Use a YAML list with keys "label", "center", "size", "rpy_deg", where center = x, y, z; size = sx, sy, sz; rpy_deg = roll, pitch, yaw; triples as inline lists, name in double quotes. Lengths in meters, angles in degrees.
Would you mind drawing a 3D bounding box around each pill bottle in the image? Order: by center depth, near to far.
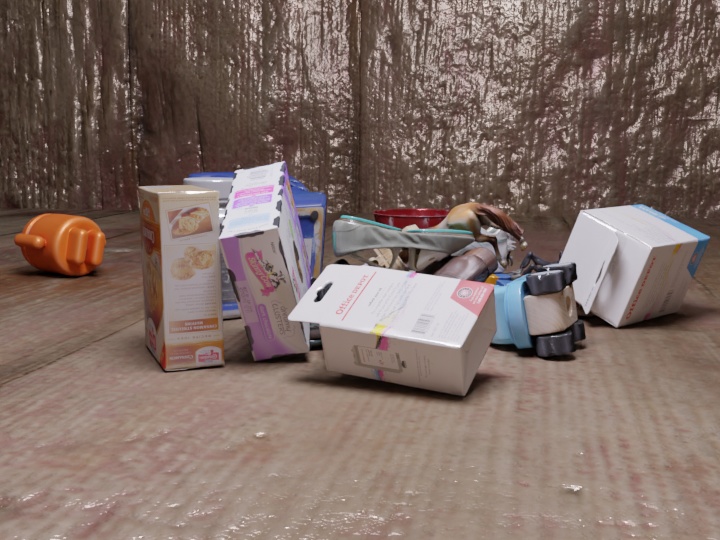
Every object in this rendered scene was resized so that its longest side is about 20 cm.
- label: "pill bottle"
  center: [-0.212, -0.036, 1.373]
  size: [0.113, 0.201, 0.114]
  rpy_deg: [0, 8, 0]

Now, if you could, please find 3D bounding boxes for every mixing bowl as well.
- label: "mixing bowl"
  center: [0.123, -0.070, 1.945]
  size: [0.199, 0.109, 0.200]
  rpy_deg: [1, 8, 0]

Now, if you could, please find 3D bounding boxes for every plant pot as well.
- label: "plant pot"
  center: [-0.166, -0.051, 1.536]
  size: [0.199, 0.201, 0.180]
  rpy_deg: [-5, 17, -35]

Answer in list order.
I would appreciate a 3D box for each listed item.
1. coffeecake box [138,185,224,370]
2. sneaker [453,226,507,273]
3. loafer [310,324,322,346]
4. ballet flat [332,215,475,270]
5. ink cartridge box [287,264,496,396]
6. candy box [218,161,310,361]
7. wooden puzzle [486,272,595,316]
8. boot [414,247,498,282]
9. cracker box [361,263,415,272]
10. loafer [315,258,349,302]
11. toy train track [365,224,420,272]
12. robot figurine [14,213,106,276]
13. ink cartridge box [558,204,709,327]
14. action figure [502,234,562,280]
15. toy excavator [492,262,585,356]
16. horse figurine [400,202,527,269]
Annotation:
- label: "coffeecake box"
  center: [-0.215, 0.002, 1.107]
  size: [0.073, 0.201, 0.153]
  rpy_deg: [-4, 8, -21]
- label: "sneaker"
  center: [0.146, -0.041, 1.479]
  size: [0.199, 0.081, 0.070]
  rpy_deg: [0, 13, -24]
- label: "loafer"
  center: [-0.090, 0.053, 1.235]
  size: [0.071, 0.063, 0.200]
  rpy_deg: [-2, 8, -18]
- label: "ballet flat"
  center: [0.056, -0.030, 1.224]
  size: [0.199, 0.064, 0.067]
  rpy_deg: [6, -2, -20]
- label: "ink cartridge box"
  center: [0.035, 0.059, 1.004]
  size: [0.199, 0.068, 0.117]
  rpy_deg: [9, 37, 24]
- label: "candy box"
  center: [-0.111, -0.016, 1.134]
  size: [0.071, 0.168, 0.200]
  rpy_deg: [-10, 27, 3]
- label: "wooden puzzle"
  center: [0.253, 0.034, 1.437]
  size: [0.199, 0.047, 0.185]
  rpy_deg: [-1, 8, -4]
- label: "boot"
  center: [0.065, 0.047, 1.223]
  size: [0.200, 0.064, 0.186]
  rpy_deg: [-37, 2, -34]
- label: "cracker box"
  center: [0.066, 0.023, 1.471]
  size: [0.133, 0.058, 0.200]
  rpy_deg: [4, 9, 12]
- label: "loafer"
  center: [-0.013, 0.048, 1.128]
  size: [0.068, 0.071, 0.201]
  rpy_deg: [13, 20, -20]
- label: "toy train track"
  center: [0.000, 0.000, 1.291]
  size: [0.200, 0.033, 0.115]
  rpy_deg: [-39, 38, 3]
- label: "robot figurine"
  center: [-0.573, -0.050, 1.788]
  size: [0.199, 0.117, 0.144]
  rpy_deg: [8, 38, 38]
- label: "ink cartridge box"
  center: [0.383, -0.011, 1.340]
  size: [0.199, 0.129, 0.125]
  rpy_deg: [-6, 32, -44]
- label: "action figure"
  center: [0.252, -0.015, 1.594]
  size: [0.199, 0.103, 0.119]
  rpy_deg: [2, 20, 2]
- label: "toy excavator"
  center: [0.187, 0.050, 1.203]
  size: [0.199, 0.100, 0.194]
  rpy_deg: [-7, 4, 25]
- label: "horse figurine"
  center: [0.144, -0.041, 1.302]
  size: [0.200, 0.132, 0.050]
  rpy_deg: [-37, 15, 44]
